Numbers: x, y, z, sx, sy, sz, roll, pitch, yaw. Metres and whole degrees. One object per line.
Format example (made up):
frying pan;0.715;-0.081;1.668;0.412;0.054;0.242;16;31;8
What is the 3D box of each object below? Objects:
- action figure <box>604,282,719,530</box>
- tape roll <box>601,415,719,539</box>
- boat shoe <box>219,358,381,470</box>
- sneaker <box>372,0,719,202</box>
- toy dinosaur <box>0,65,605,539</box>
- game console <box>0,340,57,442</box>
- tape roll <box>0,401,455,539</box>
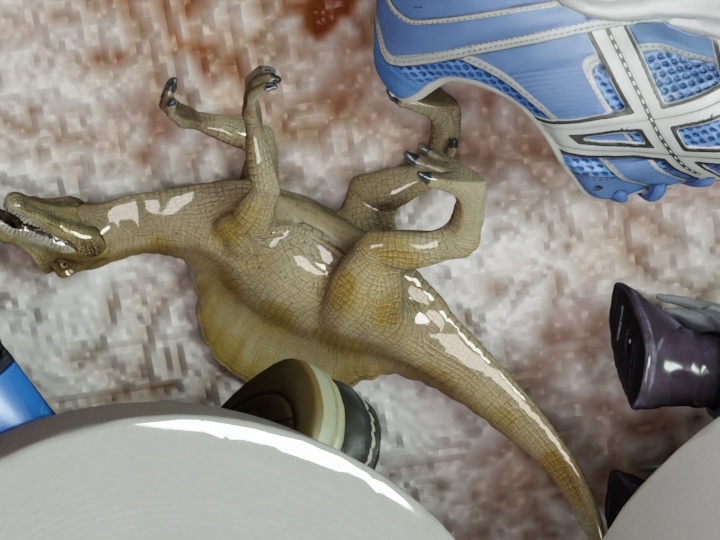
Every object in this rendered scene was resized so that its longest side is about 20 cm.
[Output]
action figure;0.170;0.046;0.815;0.199;0.069;0.130;3;98;-7
tape roll;0.161;0.134;0.740;0.202;0.139;0.203;-4;124;-6
boat shoe;-0.035;0.111;0.830;0.065;0.073;0.200;16;122;-20
sneaker;0.097;-0.053;0.792;0.200;0.076;0.077;24;114;2
toy dinosaur;0.000;0.000;0.820;0.200;0.058;0.101;26;119;0
game console;-0.171;0.091;0.780;0.200;0.118;0.171;-37;104;-10
tape roll;-0.052;0.134;0.737;0.202;0.037;0.203;-1;94;-17
